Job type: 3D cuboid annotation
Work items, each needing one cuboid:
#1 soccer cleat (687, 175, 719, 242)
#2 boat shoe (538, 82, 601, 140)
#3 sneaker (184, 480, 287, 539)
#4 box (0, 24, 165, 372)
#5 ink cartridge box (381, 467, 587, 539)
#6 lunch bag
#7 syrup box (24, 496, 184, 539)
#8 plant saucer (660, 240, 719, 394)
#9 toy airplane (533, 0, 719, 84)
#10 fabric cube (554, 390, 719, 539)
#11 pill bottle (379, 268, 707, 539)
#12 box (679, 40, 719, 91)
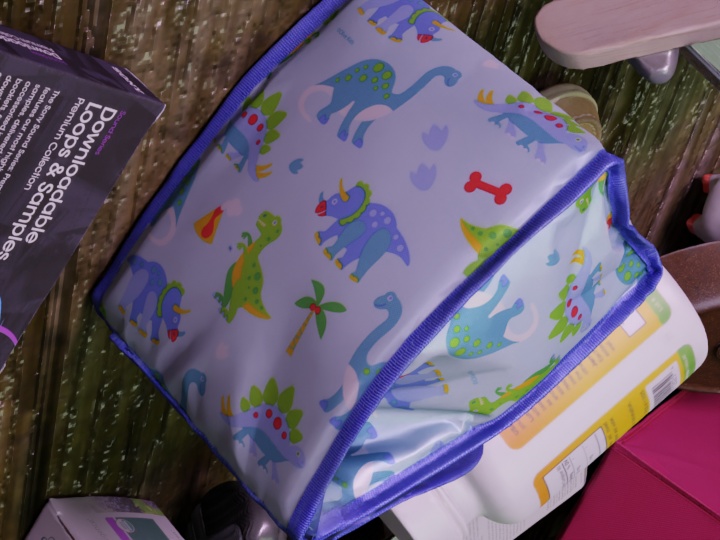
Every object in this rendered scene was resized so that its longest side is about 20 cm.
[{"bbox_3d":[0.283,-0.017,1.085,0.200,0.077,0.070,13,96,-52],"label":"soccer cleat"},{"bbox_3d":[0.065,-0.007,0.889,0.201,0.063,0.073,-48,147,3],"label":"boat shoe"},{"bbox_3d":[-0.042,0.184,0.938,0.115,0.075,0.200,2,137,-21],"label":"sneaker"},{"bbox_3d":[-0.181,-0.032,0.619,0.200,0.036,0.143,15,114,-52],"label":"box"},{"bbox_3d":[0.052,0.144,1.047,0.199,0.050,0.109,-33,145,-18],"label":"ink cartridge box"},{"bbox_3d":[0.000,0.000,0.729,0.200,0.170,0.128,-42,143,-7],"label":"lunch bag"},{"bbox_3d":[-0.158,0.217,0.864,0.081,0.079,0.201,12,116,-52],"label":"syrup box"},{"bbox_3d":[0.246,0.035,1.052,0.199,0.035,0.201,-1,154,-1],"label":"plant saucer"},{"bbox_3d":[0.204,-0.145,0.750,0.200,0.199,0.141,-62,169,-2],"label":"toy airplane"},{"bbox_3d":[0.246,0.216,1.172,0.196,0.200,0.200,-23,143,-54],"label":"fabric cube"},{"bbox_3d":[0.088,0.070,0.952,0.200,0.111,0.111,-39,146,-10],"label":"pill bottle"},{"bbox_3d":[0.239,-0.177,0.853,0.158,0.048,0.200,38,96,-26],"label":"box"}]
